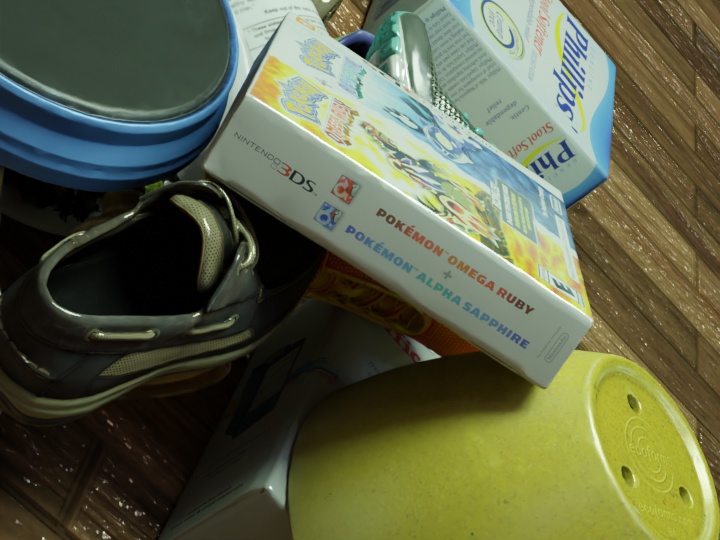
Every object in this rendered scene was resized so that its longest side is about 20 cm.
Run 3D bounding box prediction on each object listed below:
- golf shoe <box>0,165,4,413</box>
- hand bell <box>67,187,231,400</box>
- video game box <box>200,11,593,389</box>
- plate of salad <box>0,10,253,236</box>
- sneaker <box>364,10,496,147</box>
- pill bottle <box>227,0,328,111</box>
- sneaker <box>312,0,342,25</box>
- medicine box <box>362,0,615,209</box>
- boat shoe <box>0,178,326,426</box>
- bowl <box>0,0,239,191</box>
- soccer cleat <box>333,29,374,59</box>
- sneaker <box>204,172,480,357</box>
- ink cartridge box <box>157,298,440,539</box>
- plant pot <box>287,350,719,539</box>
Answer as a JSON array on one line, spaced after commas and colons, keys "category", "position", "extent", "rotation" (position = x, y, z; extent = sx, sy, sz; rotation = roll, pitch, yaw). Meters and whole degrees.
[{"category": "golf shoe", "position": [-0.193, -0.032, 0.710], "extent": [0.078, 0.097, 0.201], "rotation": [-4, 66, -58]}, {"category": "hand bell", "position": [-0.117, -0.047, 0.782], "extent": [0.104, 0.104, 0.202], "rotation": [20, 59, -45]}, {"category": "video game box", "position": [0.021, -0.043, 0.764], "extent": [0.181, 0.047, 0.200], "rotation": [30, 18, -8]}, {"category": "plate of salad", "position": [-0.145, -0.114, 0.842], "extent": [0.198, 0.048, 0.202], "rotation": [10, 66, -23]}, {"category": "sneaker", "position": [0.055, -0.056, 0.943], "extent": [0.090, 0.078, 0.202], "rotation": [-10, 86, -18]}, {"category": "pill bottle", "position": [-0.091, -0.161, 0.966], "extent": [0.113, 0.113, 0.201], "rotation": [-6, 66, -57]}, {"category": "sneaker", "position": [-0.054, -0.199, 1.087], "extent": [0.075, 0.071, 0.200], "rotation": [32, 14, -11]}, {"category": "medicine box", "position": [0.103, -0.160, 1.258], "extent": [0.200, 0.103, 0.183], "rotation": [43, 32, -19]}, {"category": "boat shoe", "position": [-0.073, 0.003, 0.679], "extent": [0.075, 0.073, 0.200], "rotation": [52, 44, 6]}, {"category": "bowl", "position": [-0.143, -0.128, 0.735], "extent": [0.199, 0.039, 0.202], "rotation": [25, 41, -24]}, {"category": "soccer cleat", "position": [-0.008, -0.076, 1.033], "extent": [0.064, 0.083, 0.202], "rotation": [29, 40, -39]}, {"category": "sneaker", "position": [0.000, 0.000, 0.844], "extent": [0.199, 0.073, 0.077], "rotation": [36, 52, 5]}, {"category": "ink cartridge box", "position": [-0.005, 0.118, 0.848], "extent": [0.145, 0.087, 0.201], "rotation": [47, 32, -16]}, {"category": "plant pot", "position": [0.085, 0.117, 0.753], "extent": [0.200, 0.141, 0.201], "rotation": [36, 37, -33]}]
